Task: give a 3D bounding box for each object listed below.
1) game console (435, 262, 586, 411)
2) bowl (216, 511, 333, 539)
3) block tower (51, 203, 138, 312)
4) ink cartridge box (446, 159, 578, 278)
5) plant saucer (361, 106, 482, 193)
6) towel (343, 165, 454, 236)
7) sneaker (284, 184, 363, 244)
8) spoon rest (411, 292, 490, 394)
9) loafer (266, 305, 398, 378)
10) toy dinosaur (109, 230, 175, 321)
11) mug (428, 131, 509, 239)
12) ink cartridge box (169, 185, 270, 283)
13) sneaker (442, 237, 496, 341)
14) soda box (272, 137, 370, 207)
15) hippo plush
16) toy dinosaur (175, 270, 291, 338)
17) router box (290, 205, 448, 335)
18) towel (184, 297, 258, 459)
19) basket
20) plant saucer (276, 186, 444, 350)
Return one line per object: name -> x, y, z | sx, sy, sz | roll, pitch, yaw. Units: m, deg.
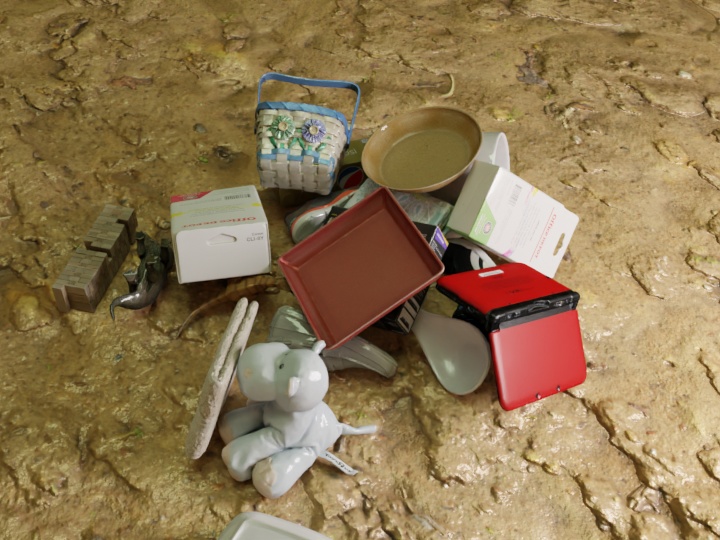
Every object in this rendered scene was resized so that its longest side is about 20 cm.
game console -> 0.212, 0.084, 1.236 | 0.198, 0.121, 0.172 | -9, 31, -42
bowl -> -0.102, 0.367, 0.989 | 0.197, 0.076, 0.201 | 16, 45, 18
block tower -> -0.416, -0.019, 1.405 | 0.057, 0.055, 0.202 | 9, 45, 10
ink cartridge box -> 0.242, -0.077, 1.388 | 0.198, 0.119, 0.067 | 25, 0, -34
plant saucer -> 0.100, -0.185, 1.405 | 0.197, 0.036, 0.202 | -11, 45, 11
towel -> 0.036, -0.057, 1.407 | 0.171, 0.048, 0.201 | 36, 83, 36
sneaker -> -0.042, -0.112, 1.496 | 0.197, 0.078, 0.082 | -21, 39, -23
spoon rest -> 0.117, 0.096, 1.273 | 0.060, 0.100, 0.200 | 12, 25, -38
loafer -> -0.042, 0.116, 1.268 | 0.197, 0.070, 0.071 | 21, 82, 15
toy dinosaur -> -0.325, 0.009, 1.356 | 0.075, 0.103, 0.202 | 3, 50, 2
mug -> 0.148, -0.135, 1.477 | 0.172, 0.148, 0.203 | 3, 58, 20
ink cartridge box -> -0.222, -0.060, 1.382 | 0.142, 0.085, 0.200 | -7, 22, -9
sneaker -> 0.162, 0.031, 1.345 | 0.111, 0.074, 0.200 | -28, 52, -29
soda box -> -0.059, -0.174, 1.562 | 0.197, 0.068, 0.064 | -13, 46, -15
hippo plush -> -0.095, 0.182, 1.118 | 0.197, 0.163, 0.160 | 15, 45, 15
toy dinosaur -> -0.189, 0.031, 1.339 | 0.197, 0.061, 0.106 | -20, 11, 13
router box -> 0.012, -0.004, 1.321 | 0.198, 0.052, 0.159 | 14, 68, 34
towel -> -0.184, 0.136, 1.167 | 0.034, 0.134, 0.201 | 19, 29, -4
basket -> -0.092, -0.237, 1.471 | 0.173, 0.140, 0.203 | 4, 60, 0
plant saucer -> 0.000, 0.000, 1.260 | 0.198, 0.037, 0.201 | -34, 48, 1
